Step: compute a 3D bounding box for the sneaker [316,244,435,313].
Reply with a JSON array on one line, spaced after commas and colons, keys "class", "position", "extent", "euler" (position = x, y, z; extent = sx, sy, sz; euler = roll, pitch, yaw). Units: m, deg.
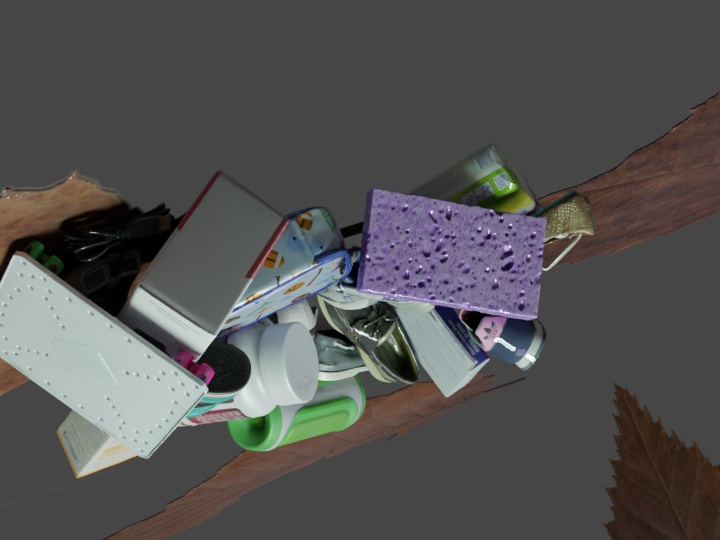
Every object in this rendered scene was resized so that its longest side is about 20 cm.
[{"class": "sneaker", "position": [0.000, 0.000, 1.682], "extent": [0.085, 0.077, 0.199], "euler": [22, 165, -41]}]

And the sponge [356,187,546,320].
[{"class": "sponge", "position": [0.098, -0.017, 1.588], "extent": [0.199, 0.112, 0.030], "euler": [9, 172, -12]}]

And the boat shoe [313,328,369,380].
[{"class": "boat shoe", "position": [0.001, 0.092, 1.916], "extent": [0.073, 0.062, 0.200], "euler": [16, -161, 35]}]

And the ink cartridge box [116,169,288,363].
[{"class": "ink cartridge box", "position": [-0.161, 0.023, 1.352], "extent": [0.146, 0.083, 0.200], "euler": [-60, -173, -32]}]

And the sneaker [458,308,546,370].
[{"class": "sneaker", "position": [0.145, 0.050, 1.691], "extent": [0.070, 0.082, 0.200], "euler": [-63, -162, 3]}]

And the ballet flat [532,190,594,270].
[{"class": "ballet flat", "position": [0.191, -0.020, 1.754], "extent": [0.199, 0.066, 0.070], "euler": [-32, 170, 13]}]

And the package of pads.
[{"class": "package of pads", "position": [0.119, -0.070, 1.714], "extent": [0.154, 0.068, 0.200], "euler": [-30, 166, 10]}]

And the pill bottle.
[{"class": "pill bottle", "position": [-0.155, 0.116, 1.677], "extent": [0.199, 0.110, 0.109], "euler": [-9, 174, 23]}]

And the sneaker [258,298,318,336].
[{"class": "sneaker", "position": [-0.109, 0.051, 1.772], "extent": [0.073, 0.080, 0.200], "euler": [12, 167, 22]}]

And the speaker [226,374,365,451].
[{"class": "speaker", "position": [-0.078, 0.173, 1.863], "extent": [0.088, 0.089, 0.200], "euler": [-35, 165, 32]}]

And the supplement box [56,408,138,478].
[{"class": "supplement box", "position": [-0.294, 0.182, 1.868], "extent": [0.126, 0.074, 0.200], "euler": [-18, 165, -33]}]

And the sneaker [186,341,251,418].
[{"class": "sneaker", "position": [-0.219, 0.104, 1.577], "extent": [0.199, 0.084, 0.121], "euler": [12, 161, -5]}]

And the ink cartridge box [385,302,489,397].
[{"class": "ink cartridge box", "position": [0.079, 0.049, 1.804], "extent": [0.041, 0.200, 0.200], "euler": [-34, 171, -14]}]

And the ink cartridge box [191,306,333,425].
[{"class": "ink cartridge box", "position": [-0.131, 0.123, 1.935], "extent": [0.145, 0.085, 0.200], "euler": [-37, 164, 33]}]

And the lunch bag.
[{"class": "lunch bag", "position": [-0.099, 0.007, 1.573], "extent": [0.199, 0.076, 0.160], "euler": [-24, 169, -5]}]

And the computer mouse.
[{"class": "computer mouse", "position": [-0.241, 0.002, 1.345], "extent": [0.109, 0.044, 0.200], "euler": [-26, 164, -36]}]

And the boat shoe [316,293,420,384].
[{"class": "boat shoe", "position": [0.017, 0.069, 1.833], "extent": [0.066, 0.201, 0.072], "euler": [13, -124, 45]}]

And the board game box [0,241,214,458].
[{"class": "board game box", "position": [-0.242, 0.075, 1.328], "extent": [0.026, 0.200, 0.200], "euler": [-57, -174, -34]}]
